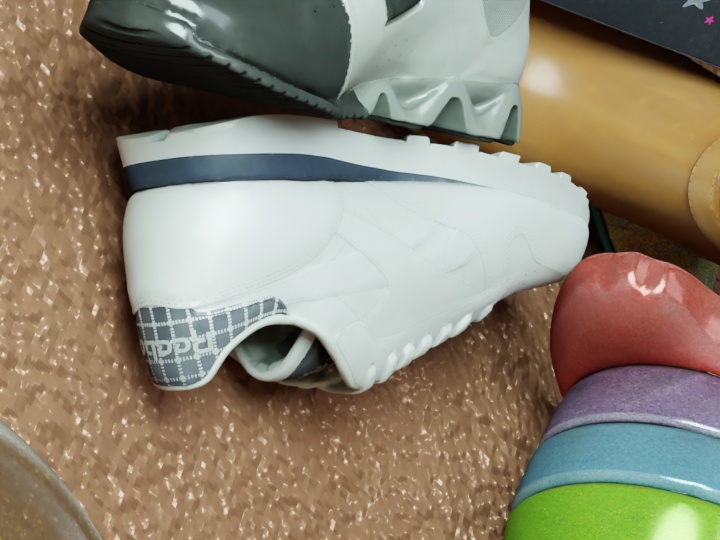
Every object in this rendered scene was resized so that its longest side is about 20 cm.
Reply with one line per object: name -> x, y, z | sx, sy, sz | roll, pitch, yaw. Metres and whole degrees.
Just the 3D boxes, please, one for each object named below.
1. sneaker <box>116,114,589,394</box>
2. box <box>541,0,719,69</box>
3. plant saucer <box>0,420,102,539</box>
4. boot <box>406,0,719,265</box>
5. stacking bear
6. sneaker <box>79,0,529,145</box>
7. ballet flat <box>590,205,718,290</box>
sneaker -> 0.000, 0.000, 0.900 | 0.200, 0.076, 0.081 | 3, 79, -47
box -> 0.096, -0.159, 0.978 | 0.200, 0.115, 0.132 | 20, 32, -16
plant saucer -> -0.111, 0.108, 0.711 | 0.200, 0.037, 0.201 | 31, 49, -43
boot -> 0.112, -0.037, 0.964 | 0.200, 0.074, 0.155 | 16, 13, -24
stacking bear -> 0.093, 0.116, 0.925 | 0.121, 0.114, 0.200 | 20, 62, -3
sneaker -> -0.011, -0.089, 0.854 | 0.200, 0.074, 0.089 | 1, 103, -60
ballet flat -> 0.106, -0.077, 1.080 | 0.071, 0.071, 0.200 | -15, 85, -56
